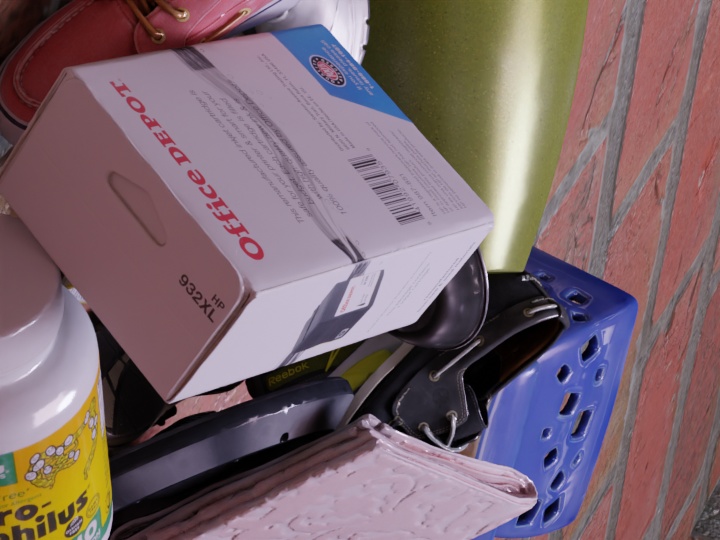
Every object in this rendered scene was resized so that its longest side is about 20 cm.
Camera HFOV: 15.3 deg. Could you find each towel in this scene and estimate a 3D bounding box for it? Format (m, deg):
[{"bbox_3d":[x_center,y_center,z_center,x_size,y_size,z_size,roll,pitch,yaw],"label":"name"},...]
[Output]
[{"bbox_3d":[-0.021,0.152,1.598,0.191,0.199,0.032,27,43,-53],"label":"towel"}]

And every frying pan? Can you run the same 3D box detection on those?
[{"bbox_3d":[0.000,-0.015,1.551,0.031,0.190,0.115,-29,126,-38],"label":"frying pan"}]

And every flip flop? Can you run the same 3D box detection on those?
[{"bbox_3d":[-0.130,0.064,1.551,0.058,0.081,0.200,-44,177,27],"label":"flip flop"}]

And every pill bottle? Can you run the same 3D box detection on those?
[{"bbox_3d":[-0.181,0.068,1.310,0.113,0.112,0.201,-56,160,-36],"label":"pill bottle"}]

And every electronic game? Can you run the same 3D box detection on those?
[{"bbox_3d":[-0.097,0.106,1.551,0.042,0.199,0.200,67,16,8],"label":"electronic game"}]

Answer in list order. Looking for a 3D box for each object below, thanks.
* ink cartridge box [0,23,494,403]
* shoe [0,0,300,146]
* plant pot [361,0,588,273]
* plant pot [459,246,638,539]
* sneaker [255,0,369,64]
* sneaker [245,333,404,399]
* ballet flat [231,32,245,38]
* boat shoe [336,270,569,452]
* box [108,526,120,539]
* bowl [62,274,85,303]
[{"bbox_3d":[-0.053,-0.032,1.287,0.200,0.145,0.084,-16,151,-52],"label":"ink cartridge box"},{"bbox_3d":[-0.097,-0.138,1.308,0.200,0.072,0.091,-35,162,-25],"label":"shoe"},{"bbox_3d":[0.048,-0.098,1.592,0.187,0.186,0.201,2,87,-72],"label":"plant pot"},{"bbox_3d":[0.065,0.090,1.981,0.180,0.199,0.201,-27,137,-56],"label":"plant pot"},{"bbox_3d":[-0.054,-0.180,1.428,0.087,0.074,0.201,-23,103,-49],"label":"sneaker"},{"bbox_3d":[0.007,0.032,1.701,0.200,0.084,0.075,-41,153,-35],"label":"sneaker"},{"bbox_3d":[-0.095,-0.109,1.437,0.068,0.070,0.200,-70,164,11],"label":"ballet flat"},{"bbox_3d":[0.045,0.082,1.642,0.200,0.068,0.072,-48,154,0],"label":"boat shoe"},{"bbox_3d":[-0.165,0.234,1.672,0.200,0.049,0.162,-28,140,-66],"label":"box"},{"bbox_3d":[-0.069,-0.035,1.469,0.201,0.200,0.095,15,72,-73],"label":"bowl"}]
